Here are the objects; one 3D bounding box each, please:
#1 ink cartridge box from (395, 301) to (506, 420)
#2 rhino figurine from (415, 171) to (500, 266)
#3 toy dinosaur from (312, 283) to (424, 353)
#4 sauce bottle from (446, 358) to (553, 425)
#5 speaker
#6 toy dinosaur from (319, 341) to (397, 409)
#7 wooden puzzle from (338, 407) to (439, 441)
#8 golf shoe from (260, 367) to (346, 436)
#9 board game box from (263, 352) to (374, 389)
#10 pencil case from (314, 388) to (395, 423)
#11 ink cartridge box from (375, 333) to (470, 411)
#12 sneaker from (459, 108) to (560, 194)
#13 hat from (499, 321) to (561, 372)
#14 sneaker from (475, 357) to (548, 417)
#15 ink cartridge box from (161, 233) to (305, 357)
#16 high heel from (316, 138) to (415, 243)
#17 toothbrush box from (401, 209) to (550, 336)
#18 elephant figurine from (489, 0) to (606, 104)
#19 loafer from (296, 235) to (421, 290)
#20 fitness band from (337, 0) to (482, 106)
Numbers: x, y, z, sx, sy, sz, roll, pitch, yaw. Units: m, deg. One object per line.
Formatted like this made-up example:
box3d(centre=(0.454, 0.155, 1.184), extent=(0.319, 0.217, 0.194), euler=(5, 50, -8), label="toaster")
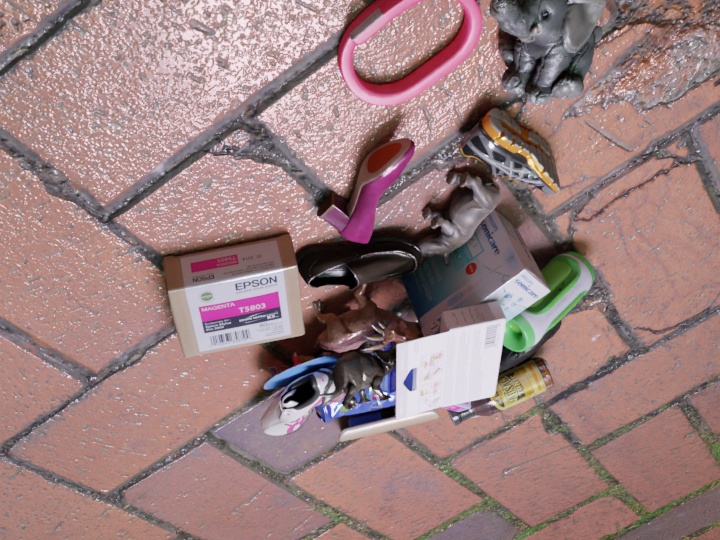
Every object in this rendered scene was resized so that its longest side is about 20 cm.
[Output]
box3d(centre=(0.134, 0.144, 1.442), extent=(0.176, 0.045, 0.200), euler=(-12, 137, -10), label="ink cartridge box")
box3d(centre=(0.145, -0.074, 1.428), extent=(0.087, 0.060, 0.200), euler=(14, 129, -27), label="rhino figurine")
box3d(centre=(-0.007, 0.098, 1.488), extent=(0.200, 0.136, 0.086), euler=(-28, 138, 18), label="toy dinosaur")
box3d(centre=(0.257, 0.230, 1.692), extent=(0.200, 0.066, 0.066), euler=(-26, 137, -2), label="sauce bottle")
box3d(centre=(0.308, 0.050, 1.529), extent=(0.200, 0.088, 0.089), euler=(-38, 147, -31), label="speaker")
box3d(centre=(-0.006, 0.173, 1.511), extent=(0.200, 0.103, 0.077), euler=(-8, 175, -38), label="toy dinosaur")
box3d(centre=(0.049, 0.280, 1.725), extent=(0.185, 0.046, 0.200), euler=(-14, 169, -1), label="wooden puzzle")
box3d(centre=(-0.115, 0.223, 1.565), extent=(0.200, 0.073, 0.092), euler=(-40, 151, 31), label="golf shoe")
box3d(centre=(-0.075, 0.157, 1.586), extent=(0.200, 0.039, 0.158), euler=(0, 155, -46), label="board game box")
box3d(centre=(0.009, 0.220, 1.651), extent=(0.200, 0.078, 0.087), euler=(-11, 113, -16), label="pencil case")
box3d(centre=(0.113, 0.174, 1.625), extent=(0.200, 0.120, 0.042), euler=(17, 152, -31), label="ink cartridge box")
box3d(centre=(0.228, -0.168, 1.359), extent=(0.077, 0.078, 0.200), euler=(-31, 134, 32), label="sneaker")
box3d(centre=(0.256, 0.112, 1.640), extent=(0.200, 0.081, 0.201), euler=(-23, 151, -13), label="hat")
box3d(centre=(0.260, 0.215, 1.752), extent=(0.200, 0.071, 0.099), euler=(-30, 141, 18), label="sneaker")
box3d(centre=(-0.193, 0.042, 1.417), extent=(0.200, 0.075, 0.165), euler=(-11, 138, -7), label="ink cartridge box")
box3d(centre=(0.031, -0.115, 1.339), extent=(0.096, 0.068, 0.200), euler=(30, 134, -28), label="high heel")
box3d(centre=(0.183, 0.023, 1.476), extent=(0.200, 0.147, 0.085), euler=(-37, 134, 19), label="toothbrush box")
box3d(centre=(0.240, -0.317, 1.151), extent=(0.141, 0.155, 0.200), euler=(1, 147, 12), label="elephant figurine")
box3d(centre=(0.000, 0.000, 1.432), extent=(0.200, 0.071, 0.073), euler=(-8, 137, -2), label="loafer")
box3d(centre=(0.063, -0.298, 1.191), extent=(0.200, 0.037, 0.144), euler=(-33, 138, 16), label="fitness band")
